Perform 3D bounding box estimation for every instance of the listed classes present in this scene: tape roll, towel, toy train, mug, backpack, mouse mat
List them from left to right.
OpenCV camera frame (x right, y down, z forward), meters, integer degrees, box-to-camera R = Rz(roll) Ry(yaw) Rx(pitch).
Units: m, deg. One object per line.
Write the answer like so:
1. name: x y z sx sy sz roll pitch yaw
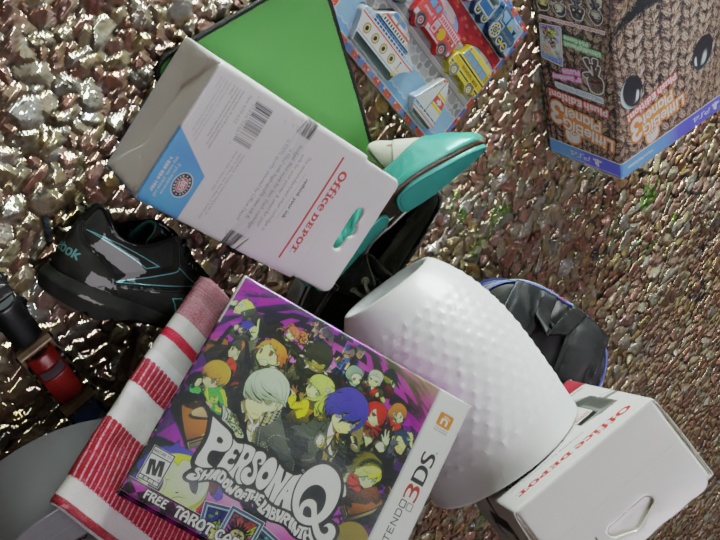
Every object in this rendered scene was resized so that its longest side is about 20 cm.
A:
1. toy train: -0.231 0.075 0.834 0.034 0.046 0.200 -41 134 -18
2. tape roll: -0.222 0.211 0.867 0.200 0.066 0.200 -26 142 -22
3. towel: -0.126 0.125 0.828 0.144 0.023 0.200 50 57 -34
4. mouse mat: -0.069 -0.123 0.894 0.161 0.008 0.200 -35 134 -19
5. mug: 0.053 0.096 0.938 0.175 0.200 0.148 55 32 -5
6. backpack: 0.145 0.105 1.088 0.200 0.154 0.191 34 94 -10

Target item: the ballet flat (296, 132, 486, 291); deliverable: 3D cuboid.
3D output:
1. ballet flat: 0.013 -0.069 0.937 0.200 0.070 0.067 -40 167 -3

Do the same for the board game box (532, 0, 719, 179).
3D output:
1. board game box: 0.265 -0.221 1.082 0.159 0.097 0.200 -34 131 -23

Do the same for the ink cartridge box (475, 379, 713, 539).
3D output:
1. ink cartridge box: 0.177 0.171 0.923 0.147 0.200 0.083 -37 94 -8

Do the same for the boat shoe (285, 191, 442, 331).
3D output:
1. boat shoe: 0.000 0.000 0.988 0.071 0.064 0.200 34 89 -46

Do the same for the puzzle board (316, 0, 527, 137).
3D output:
1. puzzle board: 0.063 -0.215 0.962 0.151 0.017 0.200 -53 136 -6

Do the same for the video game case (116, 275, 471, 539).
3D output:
1. video game case: -0.044 0.129 0.799 0.181 0.200 0.036 -61 -176 -23

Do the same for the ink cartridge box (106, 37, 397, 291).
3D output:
1. ink cartridge box: -0.078 -0.075 0.854 0.200 0.067 0.116 29 96 -42

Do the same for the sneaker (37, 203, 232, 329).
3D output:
1. sneaker: -0.147 0.009 0.854 0.200 0.075 0.079 21 95 -46
